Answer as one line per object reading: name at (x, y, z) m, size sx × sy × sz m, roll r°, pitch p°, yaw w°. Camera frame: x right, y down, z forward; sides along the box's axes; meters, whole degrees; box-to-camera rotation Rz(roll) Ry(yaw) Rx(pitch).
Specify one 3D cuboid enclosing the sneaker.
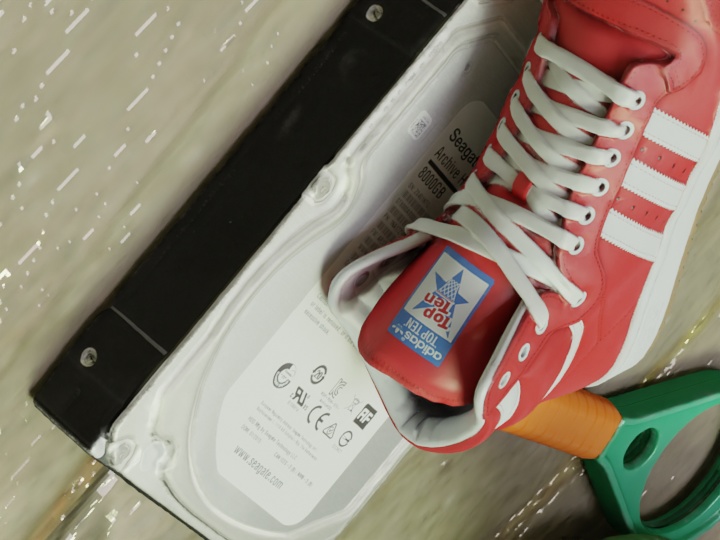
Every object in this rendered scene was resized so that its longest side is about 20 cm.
sneaker at (0.053, -0.029, 0.825) m, size 0.112 × 0.071 × 0.201 m, roll -27°, pitch 139°, yaw -37°

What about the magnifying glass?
magnifying glass at (0.103, 0.066, 1.065) m, size 0.200 × 0.022 × 0.080 m, roll 23°, pitch 102°, yaw -52°

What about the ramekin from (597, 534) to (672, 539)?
ramekin at (0.097, 0.202, 1.090) m, size 0.199 × 0.098 × 0.201 m, roll -25°, pitch 138°, yaw -24°

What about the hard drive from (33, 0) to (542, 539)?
hard drive at (0.000, 0.000, 0.882) m, size 0.200 × 0.038 × 0.140 m, roll -51°, pitch 145°, yaw -5°
